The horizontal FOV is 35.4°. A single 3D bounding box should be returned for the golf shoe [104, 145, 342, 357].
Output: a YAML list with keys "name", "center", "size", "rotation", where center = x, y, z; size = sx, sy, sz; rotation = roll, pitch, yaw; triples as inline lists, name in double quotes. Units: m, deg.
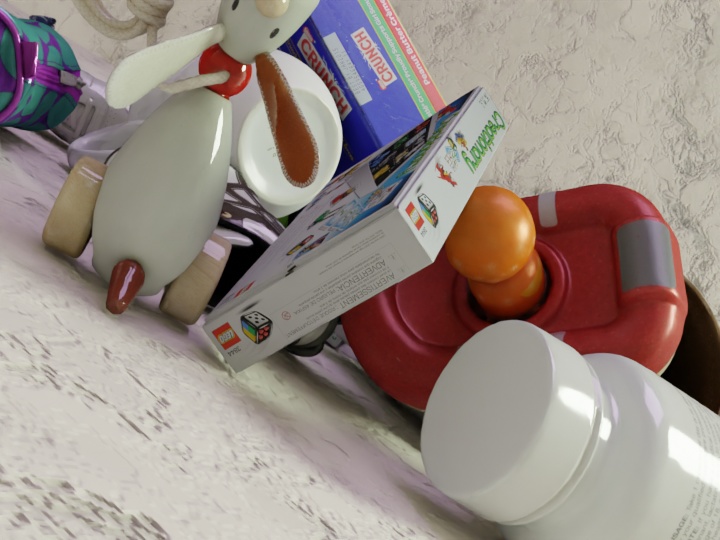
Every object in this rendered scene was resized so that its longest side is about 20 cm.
- name: "golf shoe"
  center: [-0.094, -0.026, 0.695]
  size: [0.198, 0.079, 0.094]
  rotation: [33, 4, 19]

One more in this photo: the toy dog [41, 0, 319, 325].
- name: "toy dog"
  center: [-0.085, -0.056, 0.533]
  size: [0.129, 0.203, 0.097]
  rotation: [7, 25, -7]

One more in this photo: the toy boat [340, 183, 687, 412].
- name: "toy boat"
  center: [0.079, 0.001, 0.638]
  size: [0.196, 0.133, 0.131]
  rotation: [-10, -35, 17]

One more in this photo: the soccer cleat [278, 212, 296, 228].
- name: "soccer cleat"
  center: [-0.084, -0.044, 0.963]
  size: [0.067, 0.082, 0.200]
  rotation: [32, 4, -11]

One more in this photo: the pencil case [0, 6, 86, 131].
- name: "pencil case"
  center: [-0.243, -0.136, 0.759]
  size: [0.090, 0.087, 0.200]
  rotation: [4, 8, -5]

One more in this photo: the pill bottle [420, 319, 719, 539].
- name: "pill bottle"
  center: [0.130, 0.108, 0.573]
  size: [0.198, 0.115, 0.114]
  rotation: [31, 4, -29]

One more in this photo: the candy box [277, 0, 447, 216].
- name: "candy box"
  center: [-0.024, -0.138, 0.908]
  size: [0.171, 0.076, 0.200]
  rotation: [62, -23, 1]

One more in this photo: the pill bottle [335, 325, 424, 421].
- name: "pill bottle"
  center: [0.074, 0.059, 0.762]
  size: [0.199, 0.111, 0.109]
  rotation: [37, 5, 40]

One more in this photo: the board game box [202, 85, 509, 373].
- name: "board game box"
  center: [0.005, -0.029, 0.612]
  size: [0.035, 0.125, 0.200]
  rotation: [54, 29, -11]

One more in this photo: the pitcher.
- name: "pitcher"
  center: [-0.116, -0.097, 0.830]
  size: [0.199, 0.170, 0.123]
  rotation: [26, -43, 56]

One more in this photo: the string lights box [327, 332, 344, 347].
- name: "string lights box"
  center: [0.000, 0.000, 0.934]
  size: [0.059, 0.103, 0.200]
  rotation: [37, 5, 5]

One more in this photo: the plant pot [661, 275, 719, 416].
- name: "plant pot"
  center: [0.181, 0.093, 0.934]
  size: [0.185, 0.188, 0.200]
  rotation: [33, -11, 6]

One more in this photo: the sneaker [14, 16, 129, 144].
- name: "sneaker"
  center: [-0.261, -0.141, 0.950]
  size: [0.198, 0.076, 0.099]
  rotation: [34, 22, 11]
